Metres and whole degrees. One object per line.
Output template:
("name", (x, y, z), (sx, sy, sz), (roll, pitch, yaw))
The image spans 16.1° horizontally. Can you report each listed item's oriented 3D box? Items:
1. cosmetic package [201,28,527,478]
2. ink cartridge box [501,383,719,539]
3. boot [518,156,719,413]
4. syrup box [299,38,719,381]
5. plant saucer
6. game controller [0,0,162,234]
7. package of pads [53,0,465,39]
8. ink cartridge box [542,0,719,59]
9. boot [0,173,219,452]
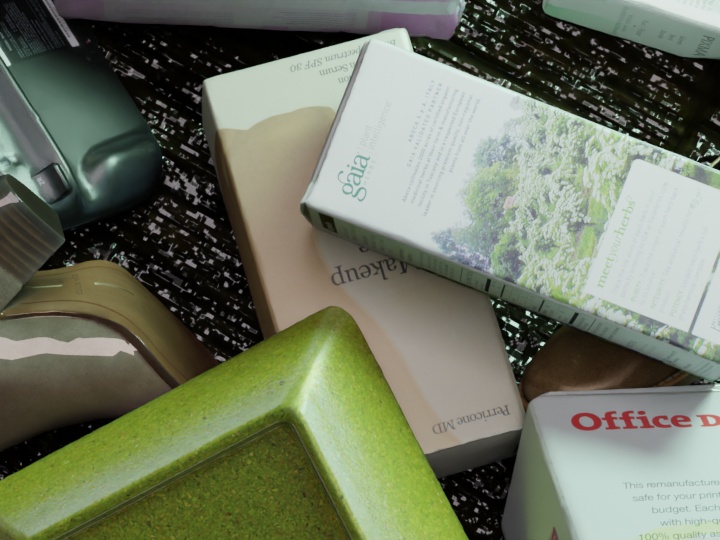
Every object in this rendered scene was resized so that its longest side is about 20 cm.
("cosmetic package", (0.000, 0.000, 1.180), (0.105, 0.071, 0.200), (-17, 76, -7))
("ink cartridge box", (0.154, 0.143, 1.080), (0.144, 0.085, 0.200), (-1, 40, -12))
("boot", (0.147, -0.003, 1.173), (0.200, 0.076, 0.074), (-36, 43, -15))
("syrup box", (0.080, -0.025, 1.105), (0.200, 0.081, 0.079), (21, 85, 5))
("plant saucer", (-0.052, 0.147, 1.104), (0.199, 0.048, 0.200), (-28, 87, 11))
("game controller", (-0.173, -0.107, 1.204), (0.104, 0.042, 0.200), (-18, 72, -51))
("package of pads", (-0.048, -0.176, 1.216), (0.199, 0.076, 0.121), (2, 58, -3))
("ink cartridge box", (0.206, -0.176, 1.252), (0.200, 0.050, 0.161), (18, 75, -1))
("boot", (-0.161, 0.054, 1.159), (0.146, 0.070, 0.200), (-41, 109, 9))
